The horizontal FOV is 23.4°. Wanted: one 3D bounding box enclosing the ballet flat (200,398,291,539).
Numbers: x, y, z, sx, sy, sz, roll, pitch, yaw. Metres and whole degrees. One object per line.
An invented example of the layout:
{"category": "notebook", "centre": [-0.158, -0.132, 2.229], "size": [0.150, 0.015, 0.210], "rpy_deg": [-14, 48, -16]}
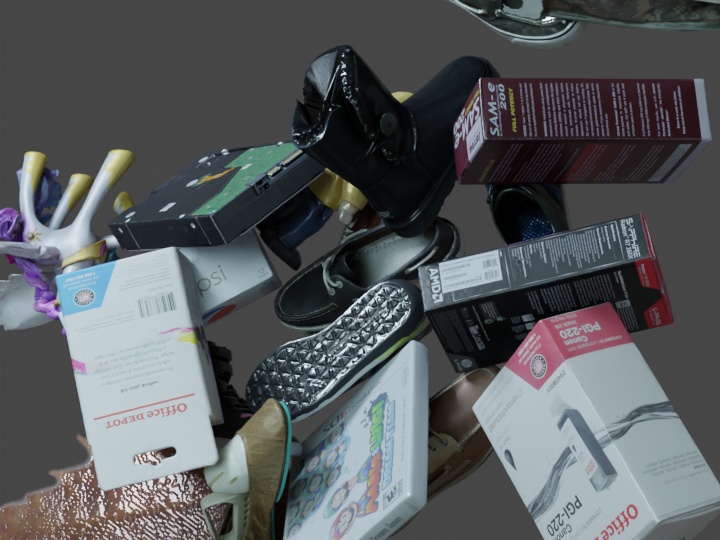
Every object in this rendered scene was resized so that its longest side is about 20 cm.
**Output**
{"category": "ballet flat", "centre": [-0.107, 0.198, 1.562], "size": [0.072, 0.200, 0.068], "rpy_deg": [-5, 44, -17]}

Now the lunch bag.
{"category": "lunch bag", "centre": [0.269, -0.305, 1.552], "size": [0.199, 0.118, 0.164], "rpy_deg": [9, 78, 14]}

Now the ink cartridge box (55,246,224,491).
{"category": "ink cartridge box", "centre": [-0.194, 0.092, 1.565], "size": [0.115, 0.068, 0.201], "rpy_deg": [-14, 78, 3]}

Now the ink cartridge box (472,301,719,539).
{"category": "ink cartridge box", "centre": [0.195, 0.152, 1.449], "size": [0.200, 0.085, 0.146], "rpy_deg": [60, 143, 24]}

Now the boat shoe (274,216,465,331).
{"category": "boat shoe", "centre": [0.000, 0.000, 1.632], "size": [0.200, 0.060, 0.074], "rpy_deg": [-19, 69, 19]}

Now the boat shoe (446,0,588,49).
{"category": "boat shoe", "centre": [0.122, -0.269, 1.646], "size": [0.200, 0.064, 0.071], "rpy_deg": [27, 89, 28]}

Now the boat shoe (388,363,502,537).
{"category": "boat shoe", "centre": [0.057, 0.163, 1.553], "size": [0.200, 0.072, 0.076], "rpy_deg": [-49, 62, 6]}

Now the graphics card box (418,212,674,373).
{"category": "graphics card box", "centre": [0.160, 0.022, 1.493], "size": [0.200, 0.126, 0.051], "rpy_deg": [-15, 58, 11]}

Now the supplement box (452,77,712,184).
{"category": "supplement box", "centre": [0.189, -0.119, 1.498], "size": [0.199, 0.109, 0.061], "rpy_deg": [-1, 73, -10]}

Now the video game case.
{"category": "video game case", "centre": [-0.006, 0.179, 1.516], "size": [0.182, 0.024, 0.200], "rpy_deg": [-44, 24, 29]}

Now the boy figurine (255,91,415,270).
{"category": "boy figurine", "centre": [-0.019, -0.098, 1.665], "size": [0.200, 0.064, 0.124], "rpy_deg": [-43, 41, 5]}

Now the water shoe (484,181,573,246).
{"category": "water shoe", "centre": [0.148, -0.076, 1.572], "size": [0.071, 0.079, 0.200], "rpy_deg": [-26, 66, 16]}

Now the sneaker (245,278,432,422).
{"category": "sneaker", "centre": [-0.009, 0.085, 1.598], "size": [0.200, 0.083, 0.072], "rpy_deg": [-32, 63, 9]}

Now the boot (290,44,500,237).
{"category": "boot", "centre": [0.033, -0.152, 1.560], "size": [0.076, 0.168, 0.200], "rpy_deg": [6, 61, 47]}

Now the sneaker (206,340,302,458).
{"category": "sneaker", "centre": [-0.132, 0.120, 1.648], "size": [0.200, 0.071, 0.099], "rpy_deg": [10, 84, 36]}

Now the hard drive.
{"category": "hard drive", "centre": [-0.136, -0.070, 1.643], "size": [0.140, 0.038, 0.200], "rpy_deg": [-40, 21, -30]}

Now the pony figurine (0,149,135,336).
{"category": "pony figurine", "centre": [-0.320, -0.022, 1.754], "size": [0.193, 0.167, 0.200], "rpy_deg": [1, 61, 18]}

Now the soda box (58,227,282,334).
{"category": "soda box", "centre": [-0.179, 0.028, 1.642], "size": [0.200, 0.064, 0.068], "rpy_deg": [-28, 79, 0]}
